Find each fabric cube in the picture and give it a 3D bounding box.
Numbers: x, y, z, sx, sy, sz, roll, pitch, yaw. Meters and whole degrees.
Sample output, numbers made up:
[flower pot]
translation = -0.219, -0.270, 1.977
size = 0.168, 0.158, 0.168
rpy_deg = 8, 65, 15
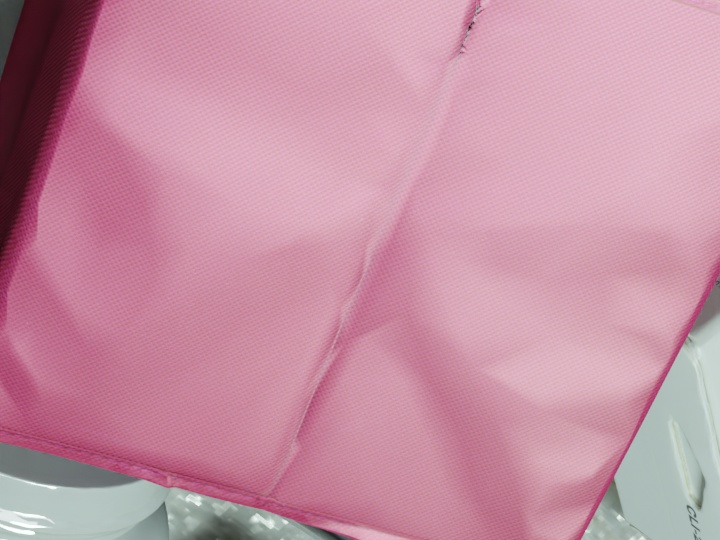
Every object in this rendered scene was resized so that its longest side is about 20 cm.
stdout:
[fabric cube]
translation = 0.000, -0.060, 0.769
size = 0.199, 0.197, 0.200
rpy_deg = 16, 121, -13

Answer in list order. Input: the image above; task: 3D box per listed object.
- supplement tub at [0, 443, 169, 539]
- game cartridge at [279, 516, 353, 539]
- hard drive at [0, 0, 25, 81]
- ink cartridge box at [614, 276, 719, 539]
[supplement tub]
translation = -0.157, 0.128, 0.986
size = 0.145, 0.146, 0.201
rpy_deg = 10, 117, -26
[game cartridge]
translation = -0.020, 0.028, 0.989
size = 0.038, 0.130, 0.200
rpy_deg = -9, 146, 41
[hard drive]
translation = -0.140, -0.025, 0.887
size = 0.200, 0.026, 0.133
rpy_deg = -47, 143, -47
[ink cartridge box]
translation = 0.184, 0.013, 0.989
size = 0.200, 0.084, 0.145
rpy_deg = -34, 129, -21
